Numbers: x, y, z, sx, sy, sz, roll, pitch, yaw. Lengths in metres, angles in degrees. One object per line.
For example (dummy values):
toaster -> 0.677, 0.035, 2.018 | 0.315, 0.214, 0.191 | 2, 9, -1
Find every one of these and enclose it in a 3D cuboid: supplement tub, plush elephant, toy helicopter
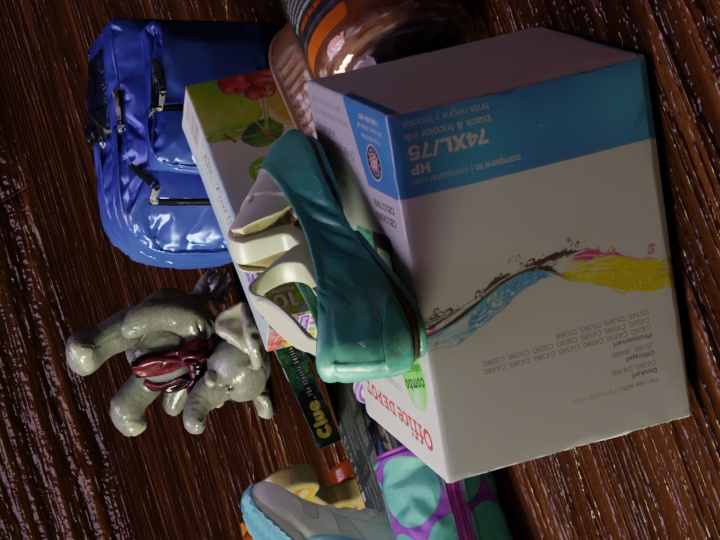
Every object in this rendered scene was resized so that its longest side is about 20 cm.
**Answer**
supplement tub -> 0.005, -0.173, 1.370 | 0.107, 0.107, 0.200 | 98, 154, -56
plush elephant -> -0.159, 0.095, 2.167 | 0.155, 0.200, 0.165 | 35, 157, 34
toy helicopter -> -0.047, 0.193, 1.767 | 0.200, 0.132, 0.079 | 53, -165, -68

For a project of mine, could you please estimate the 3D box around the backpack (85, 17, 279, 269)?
backpack -> -0.142, -0.104, 1.796 | 0.168, 0.162, 0.200 | 161, 108, -76

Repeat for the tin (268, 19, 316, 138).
tin -> 0.010, -0.095, 1.414 | 0.042, 0.112, 0.200 | -53, 49, 41

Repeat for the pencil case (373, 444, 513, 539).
pencil case -> 0.075, 0.208, 1.517 | 0.092, 0.085, 0.200 | 119, 135, -68

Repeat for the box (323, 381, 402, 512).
box -> 0.020, 0.104, 1.683 | 0.158, 0.051, 0.200 | 107, 146, -65

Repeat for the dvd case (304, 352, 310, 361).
dvd case -> -0.073, -0.037, 1.952 | 0.146, 0.022, 0.200 | -124, 23, -51

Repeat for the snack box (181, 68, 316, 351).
snack box -> -0.029, -0.053, 1.534 | 0.053, 0.142, 0.200 | 102, 150, -58

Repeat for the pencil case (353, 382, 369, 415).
pencil case -> 0.000, 0.000, 1.588 | 0.085, 0.084, 0.200 | -44, 54, 34

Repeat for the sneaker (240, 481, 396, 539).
sneaker -> 0.005, 0.206, 1.593 | 0.200, 0.081, 0.077 | 32, 157, -1

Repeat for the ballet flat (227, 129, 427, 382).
ballet flat -> -0.031, -0.010, 1.149 | 0.200, 0.070, 0.067 | -121, 22, -50

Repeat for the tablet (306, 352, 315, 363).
tablet -> -0.055, -0.001, 1.662 | 0.200, 0.014, 0.130 | 77, 179, -82

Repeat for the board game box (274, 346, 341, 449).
board game box -> -0.045, 0.085, 1.706 | 0.200, 0.023, 0.105 | 111, 137, -87

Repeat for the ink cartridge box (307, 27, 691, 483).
ink cartridge box -> 0.074, -0.013, 1.185 | 0.147, 0.146, 0.200 | -147, 45, -69
